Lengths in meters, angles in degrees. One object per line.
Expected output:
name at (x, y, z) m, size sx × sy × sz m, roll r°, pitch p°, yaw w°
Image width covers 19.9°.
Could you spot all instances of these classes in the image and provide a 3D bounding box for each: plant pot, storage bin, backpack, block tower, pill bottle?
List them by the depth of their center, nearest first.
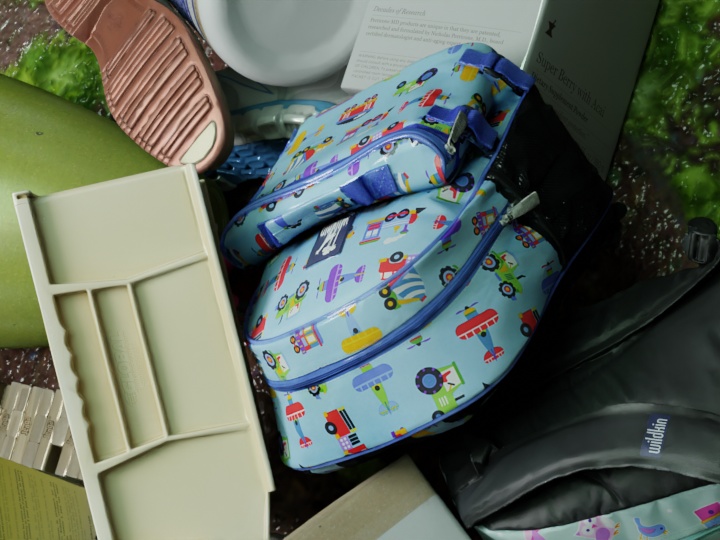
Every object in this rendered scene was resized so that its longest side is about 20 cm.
backpack at (0.141, 0.088, 1.035) m, size 0.199 × 0.127 × 0.168 m, roll -23°, pitch 40°, yaw 19°
backpack at (0.016, 0.001, 1.037) m, size 0.182 × 0.135 × 0.200 m, roll -21°, pitch 23°, yaw 37°
storage bin at (-0.108, 0.049, 1.101) m, size 0.093 × 0.200 × 0.200 m, roll -13°, pitch 90°, yaw -3°
pill bottle at (-0.068, -0.195, 1.266) m, size 0.116 × 0.115 × 0.200 m, roll -53°, pitch 30°, yaw 6°
plant pot at (-0.190, -0.029, 1.293) m, size 0.199 × 0.187 × 0.188 m, roll 10°, pitch 78°, yaw 22°
block tower at (-0.224, 0.102, 1.327) m, size 0.199 × 0.054 × 0.058 m, roll 9°, pitch 77°, yaw 37°

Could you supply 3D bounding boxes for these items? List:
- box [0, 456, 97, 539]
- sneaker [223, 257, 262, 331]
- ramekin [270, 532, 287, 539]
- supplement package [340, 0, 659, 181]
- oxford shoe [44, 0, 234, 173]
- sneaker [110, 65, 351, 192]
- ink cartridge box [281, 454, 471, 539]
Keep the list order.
box at (-0.174, 0.164, 1.177) m, size 0.050 × 0.200 × 0.076 m, roll -26°, pitch 61°, yaw 23°
sneaker at (0.000, 0.000, 1.201) m, size 0.199 × 0.075 × 0.081 m, roll -21°, pitch 62°, yaw 26°
ramekin at (-0.054, 0.240, 1.132) m, size 0.199 × 0.098 × 0.202 m, roll -13°, pitch 66°, yaw 30°
supplement package at (0.094, -0.168, 1.171) m, size 0.119 × 0.121 × 0.201 m, roll 11°, pitch 79°, yaw 36°
oxford shoe at (-0.120, -0.128, 1.252) m, size 0.071 × 0.074 × 0.200 m, roll -45°, pitch 55°, yaw 16°
sneaker at (-0.070, -0.103, 1.302) m, size 0.199 × 0.075 × 0.087 m, roll 3°, pitch 54°, yaw 35°
ink cartridge box at (0.014, 0.219, 1.015) m, size 0.164 × 0.075 × 0.200 m, roll -36°, pitch 83°, yaw -17°
